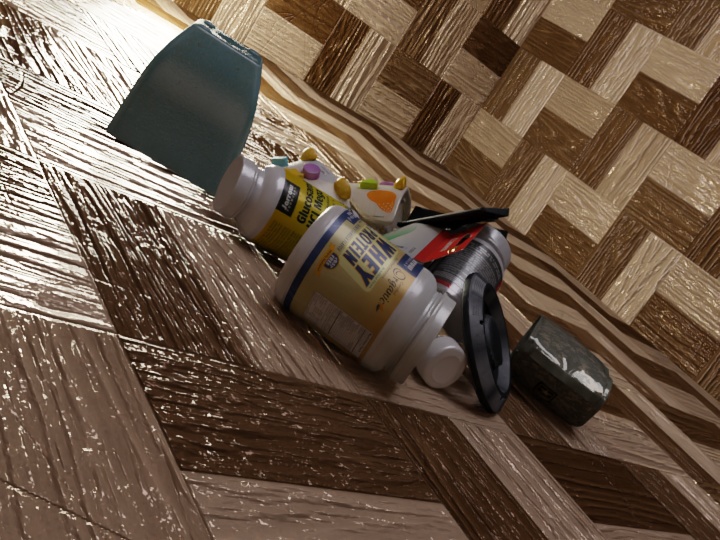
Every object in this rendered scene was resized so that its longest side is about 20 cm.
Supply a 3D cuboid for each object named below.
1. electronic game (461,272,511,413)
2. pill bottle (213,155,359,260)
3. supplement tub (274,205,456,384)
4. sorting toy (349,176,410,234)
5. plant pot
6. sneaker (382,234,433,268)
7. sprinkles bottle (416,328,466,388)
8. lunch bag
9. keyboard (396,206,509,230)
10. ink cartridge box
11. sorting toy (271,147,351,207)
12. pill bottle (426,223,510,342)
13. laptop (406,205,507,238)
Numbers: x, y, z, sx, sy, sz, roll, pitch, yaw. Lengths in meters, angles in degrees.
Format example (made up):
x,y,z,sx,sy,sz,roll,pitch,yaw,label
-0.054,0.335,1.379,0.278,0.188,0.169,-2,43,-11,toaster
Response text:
x,y,z,sx,sy,sz,roll,pitch,yaw,label
0.182,0.104,1.213,0.199,0.041,0.206,-10,90,-70,electronic game
-0.106,-0.078,1.192,0.197,0.114,0.113,28,15,-26,pill bottle
0.007,0.031,1.035,0.198,0.146,0.144,36,14,4,supplement tub
-0.001,-0.126,1.572,0.176,0.109,0.200,14,-11,11,sorting toy
-0.248,-0.269,1.288,0.193,0.202,0.197,28,14,-14,plant pot
0.117,-0.006,1.522,0.196,0.082,0.146,22,9,17,sneaker
0.078,0.082,1.199,0.067,0.069,0.201,25,18,-35,sprinkles bottle
0.339,0.173,1.429,0.163,0.119,0.200,39,9,10,lunch bag
0.167,-0.084,1.419,0.125,0.021,0.197,-3,-2,-44,keyboard
0.090,-0.043,1.323,0.051,0.197,0.161,64,29,-8,ink cartridge box
-0.126,-0.126,1.397,0.178,0.108,0.200,-11,45,-45,sorting toy
0.164,0.018,1.345,0.113,0.115,0.200,36,48,8,pill bottle
0.175,-0.037,1.575,0.183,0.118,0.201,15,30,12,laptop
